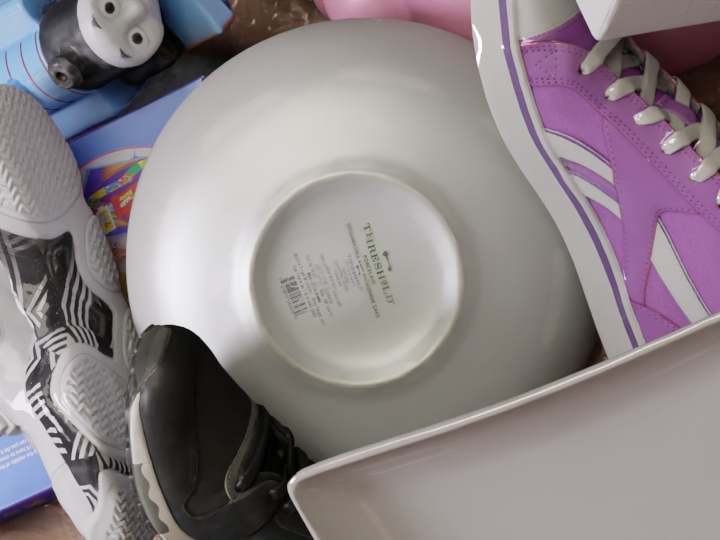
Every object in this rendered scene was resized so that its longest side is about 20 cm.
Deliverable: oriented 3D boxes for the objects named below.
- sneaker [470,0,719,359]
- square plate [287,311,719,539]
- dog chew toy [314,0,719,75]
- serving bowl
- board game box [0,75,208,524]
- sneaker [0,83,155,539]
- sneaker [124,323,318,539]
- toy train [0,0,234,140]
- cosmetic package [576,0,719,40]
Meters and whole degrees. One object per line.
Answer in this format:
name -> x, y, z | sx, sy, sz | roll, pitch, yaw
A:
sneaker -> 0.125, -0.049, 0.980 | 0.114, 0.201, 0.073 | -14, 23, 36
square plate -> 0.104, 0.115, 0.949 | 0.199, 0.199, 0.028 | -21, 25, 16
dog chew toy -> 0.071, -0.135, 1.074 | 0.199, 0.124, 0.125 | -7, 68, 28
serving bowl -> 0.000, 0.000, 1.029 | 0.199, 0.066, 0.201 | 1, 97, 5
board game box -> -0.122, 0.020, 1.122 | 0.199, 0.045, 0.135 | -24, 82, 15
sneaker -> -0.155, 0.033, 1.073 | 0.115, 0.075, 0.201 | -21, 87, 23
sneaker -> -0.023, 0.093, 0.999 | 0.087, 0.200, 0.076 | -9, 40, 18
toy train -> -0.134, -0.102, 1.136 | 0.200, 0.087, 0.114 | -20, 30, 47
cosmetic package -> 0.153, -0.210, 0.956 | 0.199, 0.123, 0.200 | -11, 60, -18
